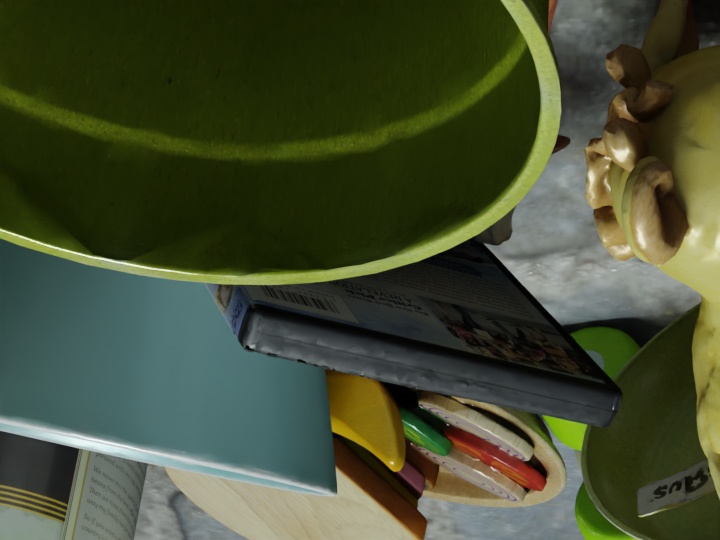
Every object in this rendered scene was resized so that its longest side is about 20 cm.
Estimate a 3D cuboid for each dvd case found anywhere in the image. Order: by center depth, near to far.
[{"bbox_3d":[0.000,0.000,0.842,0.142,0.018,0.200,14,-164,-21],"label":"dvd case"}]

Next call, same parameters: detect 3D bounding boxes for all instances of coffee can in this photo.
[{"bbox_3d":[-0.188,0.150,1.122,0.146,0.201,0.147,6,151,3],"label":"coffee can"}]

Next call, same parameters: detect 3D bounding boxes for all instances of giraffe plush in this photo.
[{"bbox_3d":[0.152,-0.018,0.781,0.200,0.173,0.162,-32,118,1],"label":"giraffe plush"}]

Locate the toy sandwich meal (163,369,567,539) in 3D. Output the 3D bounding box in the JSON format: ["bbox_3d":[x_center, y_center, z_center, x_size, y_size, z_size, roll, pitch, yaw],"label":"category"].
[{"bbox_3d":[-0.002,0.089,1.067,0.204,0.071,0.205,18,159,7],"label":"toy sandwich meal"}]

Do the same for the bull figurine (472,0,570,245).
[{"bbox_3d":[0.027,-0.064,0.788,0.065,0.121,0.200,34,149,20],"label":"bull figurine"}]

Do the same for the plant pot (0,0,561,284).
[{"bbox_3d":[-0.039,-0.128,0.586,0.199,0.194,0.201,7,151,4],"label":"plant pot"}]

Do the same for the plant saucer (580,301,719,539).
[{"bbox_3d":[0.183,0.054,0.861,0.199,0.200,0.031,-11,119,31],"label":"plant saucer"}]

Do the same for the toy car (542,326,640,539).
[{"bbox_3d":[0.206,0.092,1.021,0.199,0.158,0.165,-25,130,8],"label":"toy car"}]

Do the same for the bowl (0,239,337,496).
[{"bbox_3d":[-0.098,0.024,0.937,0.200,0.106,0.201,11,174,1],"label":"bowl"}]
